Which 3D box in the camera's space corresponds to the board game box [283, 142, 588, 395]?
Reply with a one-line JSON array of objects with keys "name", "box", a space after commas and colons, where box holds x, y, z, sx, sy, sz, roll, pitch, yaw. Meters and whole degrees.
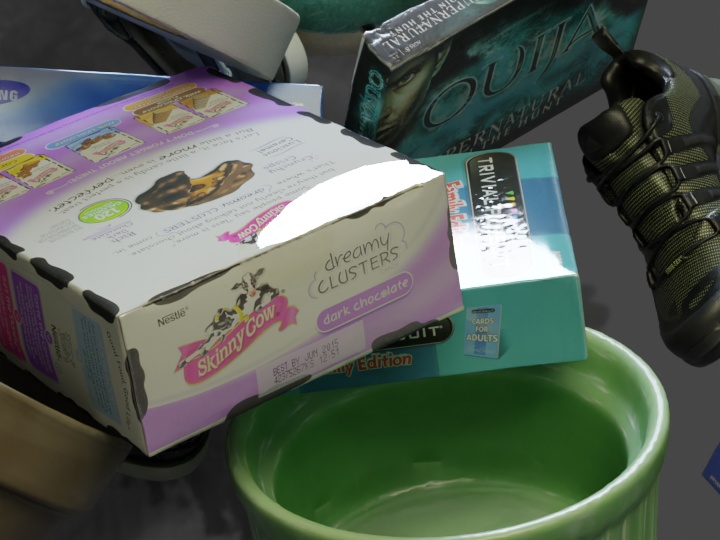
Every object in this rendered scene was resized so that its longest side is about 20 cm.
[{"name": "board game box", "box": [0.000, 0.000, 1.346, 0.200, 0.047, 0.151, -8, 26, 2]}]

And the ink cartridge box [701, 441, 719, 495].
[{"name": "ink cartridge box", "box": [0.248, 0.067, 1.339, 0.042, 0.200, 0.119, -19, 56, -43]}]

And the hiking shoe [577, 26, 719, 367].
[{"name": "hiking shoe", "box": [0.151, -0.036, 1.454, 0.101, 0.076, 0.200, 26, 38, -24]}]

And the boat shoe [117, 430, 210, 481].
[{"name": "boat shoe", "box": [-0.166, 0.041, 1.365, 0.199, 0.066, 0.075, 21, 52, 7]}]

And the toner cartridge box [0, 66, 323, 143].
[{"name": "toner cartridge box", "box": [-0.122, -0.065, 1.431, 0.200, 0.095, 0.043, 3, 73, -8]}]

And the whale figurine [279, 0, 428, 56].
[{"name": "whale figurine", "box": [-0.030, -0.213, 1.556, 0.159, 0.104, 0.200, -13, 56, -17]}]

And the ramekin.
[{"name": "ramekin", "box": [0.042, 0.108, 1.289, 0.200, 0.098, 0.200, -5, 28, 3]}]

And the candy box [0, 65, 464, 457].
[{"name": "candy box", "box": [-0.080, -0.011, 1.259, 0.168, 0.072, 0.200, -23, 30, -27]}]

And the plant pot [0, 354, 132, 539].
[{"name": "plant pot", "box": [-0.228, 0.098, 1.234, 0.200, 0.200, 0.174, 31, 89, 14]}]

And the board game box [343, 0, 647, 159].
[{"name": "board game box", "box": [0.073, -0.111, 1.477, 0.200, 0.135, 0.028, -32, 64, -28]}]

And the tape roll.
[{"name": "tape roll", "box": [-0.126, -0.150, 1.381, 0.203, 0.203, 0.037, 25, 92, 10]}]

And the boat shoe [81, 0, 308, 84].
[{"name": "boat shoe", "box": [-0.116, -0.153, 1.516, 0.060, 0.076, 0.200, -35, 61, -30]}]
